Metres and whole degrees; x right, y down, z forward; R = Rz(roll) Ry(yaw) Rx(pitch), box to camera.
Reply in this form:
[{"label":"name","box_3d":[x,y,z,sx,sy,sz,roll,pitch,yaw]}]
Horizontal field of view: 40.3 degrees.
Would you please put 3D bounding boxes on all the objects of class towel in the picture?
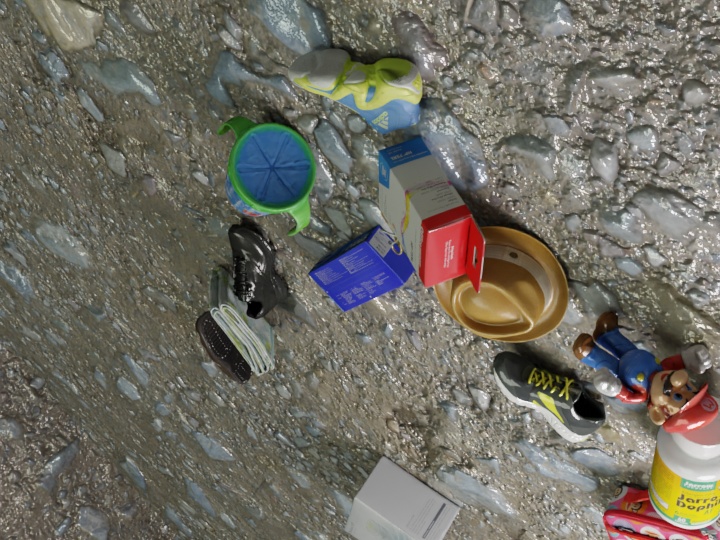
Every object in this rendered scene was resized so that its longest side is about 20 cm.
[{"label":"towel","box_3d":[-0.225,0.093,1.867,0.172,0.048,0.200,57,-176,-22]}]

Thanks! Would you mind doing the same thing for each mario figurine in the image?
[{"label":"mario figurine","box_3d":[0.381,0.127,1.284,0.199,0.124,0.106,38,-171,30]}]

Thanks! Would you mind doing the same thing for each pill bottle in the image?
[{"label":"pill bottle","box_3d":[0.468,0.265,1.374,0.112,0.113,0.202,22,144,26]}]

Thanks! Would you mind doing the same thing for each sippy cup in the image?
[{"label":"sippy cup","box_3d":[-0.150,-0.144,1.514,0.138,0.181,0.130,1,171,-21]}]

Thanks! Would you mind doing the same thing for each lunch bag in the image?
[{"label":"lunch bag","box_3d":[0.497,0.425,1.583,0.198,0.082,0.178,6,131,40]}]

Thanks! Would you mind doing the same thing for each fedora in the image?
[{"label":"fedora","box_3d":[0.189,0.037,1.361,0.198,0.082,0.203,10,124,14]}]

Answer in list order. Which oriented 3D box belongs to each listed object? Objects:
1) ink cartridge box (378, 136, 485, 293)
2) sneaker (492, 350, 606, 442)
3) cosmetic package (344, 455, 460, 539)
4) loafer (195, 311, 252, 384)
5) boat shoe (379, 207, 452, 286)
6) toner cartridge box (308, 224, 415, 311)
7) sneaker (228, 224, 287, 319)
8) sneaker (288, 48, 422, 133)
[{"label":"ink cartridge box","box_3d":[0.092,-0.065,1.310,0.117,0.066,0.201,88,159,-51]},{"label":"sneaker","box_3d":[0.294,0.181,1.506,0.199,0.075,0.085,35,143,-9]},{"label":"cosmetic package","box_3d":[0.084,0.535,2.111,0.199,0.123,0.200,33,148,14]},{"label":"loafer","box_3d":[-0.306,0.169,2.109,0.070,0.073,0.201,8,136,39]},{"label":"boat shoe","box_3d":[0.098,-0.032,1.442,0.200,0.063,0.073,44,148,-7]},{"label":"toner cartridge box","box_3d":[0.000,0.000,1.604,0.095,0.043,0.199,48,148,-11]},{"label":"sneaker","box_3d":[-0.197,0.006,1.776,0.075,0.091,0.202,13,139,39]},{"label":"sneaker","box_3d":[-0.005,-0.227,1.295,0.198,0.076,0.106,16,142,33]}]
